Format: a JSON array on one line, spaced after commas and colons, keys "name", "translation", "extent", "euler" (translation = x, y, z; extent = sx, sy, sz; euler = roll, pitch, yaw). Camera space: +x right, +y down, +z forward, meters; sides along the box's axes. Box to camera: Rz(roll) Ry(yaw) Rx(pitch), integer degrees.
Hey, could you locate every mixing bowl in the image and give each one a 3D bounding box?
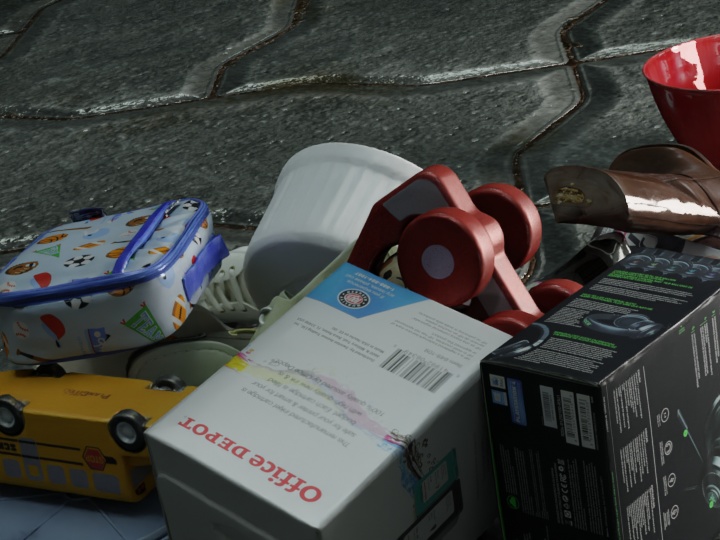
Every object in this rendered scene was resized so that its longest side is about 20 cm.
[{"name": "mixing bowl", "translation": [0.395, -0.168, 1.740], "extent": [0.199, 0.109, 0.200], "euler": [-8, 22, 3]}]

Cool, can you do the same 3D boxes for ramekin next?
[{"name": "ramekin", "translation": [0.000, 0.000, 1.392], "extent": [0.200, 0.201, 0.098], "euler": [6, 49, 33]}]

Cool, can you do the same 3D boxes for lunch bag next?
[{"name": "lunch bag", "translation": [-0.190, 0.003, 1.311], "extent": [0.159, 0.076, 0.200], "euler": [-11, 19, 12]}]

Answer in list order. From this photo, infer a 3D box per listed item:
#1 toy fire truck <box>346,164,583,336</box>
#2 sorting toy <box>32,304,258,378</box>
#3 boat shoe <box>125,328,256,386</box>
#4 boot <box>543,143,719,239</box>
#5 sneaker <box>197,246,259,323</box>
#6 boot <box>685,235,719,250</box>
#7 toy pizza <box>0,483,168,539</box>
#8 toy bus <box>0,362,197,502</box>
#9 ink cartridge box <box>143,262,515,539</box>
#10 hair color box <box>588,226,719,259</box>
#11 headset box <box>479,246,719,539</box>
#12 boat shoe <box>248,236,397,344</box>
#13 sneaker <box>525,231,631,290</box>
[{"name": "toy fire truck", "translation": [0.062, 0.038, 1.191], "extent": [0.168, 0.200, 0.112], "euler": [-35, -3, 31]}, {"name": "sorting toy", "translation": [-0.162, 0.066, 1.448], "extent": [0.180, 0.107, 0.199], "euler": [-14, 11, -41]}, {"name": "boat shoe", "translation": [-0.100, 0.082, 1.348], "extent": [0.201, 0.072, 0.060], "euler": [4, 19, -31]}, {"name": "boot", "translation": [0.202, -0.065, 1.330], "extent": [0.199, 0.065, 0.186], "euler": [-2, 13, -37]}, {"name": "sneaker", "translation": [-0.146, 0.026, 1.563], "extent": [0.199, 0.073, 0.085], "euler": [-4, 18, 44]}, {"name": "boot", "translation": [0.315, 0.031, 1.349], "extent": [0.199, 0.073, 0.167], "euler": [-15, 29, 15]}, {"name": "toy pizza", "translation": [-0.204, 0.176, 1.252], "extent": [0.199, 0.032, 0.200], "euler": [-7, 24, 3]}, {"name": "toy bus", "translation": [-0.205, 0.118, 1.229], "extent": [0.199, 0.079, 0.065], "euler": [4, 25, 27]}, {"name": "ink cartridge box", "translation": [-0.012, 0.125, 1.089], "extent": [0.146, 0.147, 0.200], "euler": [24, 48, 32]}, {"name": "hair color box", "translation": [0.253, 0.029, 1.327], "extent": [0.060, 0.100, 0.200], "euler": [27, -2, -37]}, {"name": "headset box", "translation": [0.181, 0.099, 1.103], "extent": [0.092, 0.175, 0.200], "euler": [11, 31, 40]}, {"name": "boat shoe", "translation": [-0.045, 0.044, 1.287], "extent": [0.200, 0.062, 0.072], "euler": [-37, -4, 4]}, {"name": "sneaker", "translation": [0.150, 0.041, 1.313], "extent": [0.086, 0.081, 0.200], "euler": [-21, -15, -29]}]
